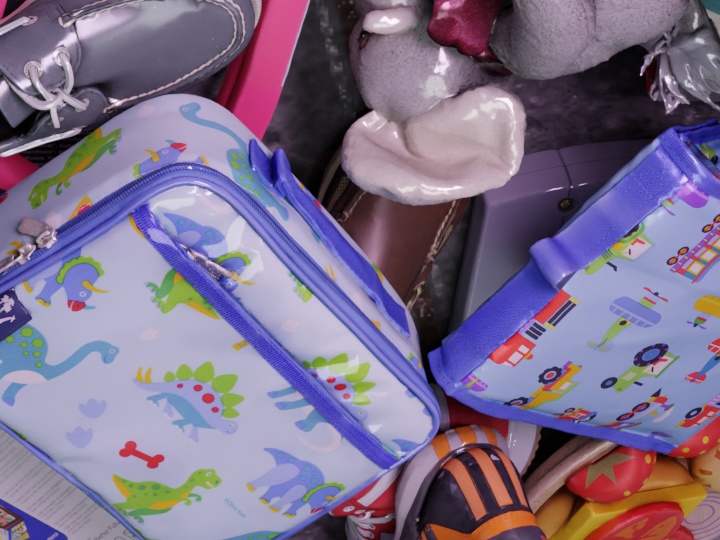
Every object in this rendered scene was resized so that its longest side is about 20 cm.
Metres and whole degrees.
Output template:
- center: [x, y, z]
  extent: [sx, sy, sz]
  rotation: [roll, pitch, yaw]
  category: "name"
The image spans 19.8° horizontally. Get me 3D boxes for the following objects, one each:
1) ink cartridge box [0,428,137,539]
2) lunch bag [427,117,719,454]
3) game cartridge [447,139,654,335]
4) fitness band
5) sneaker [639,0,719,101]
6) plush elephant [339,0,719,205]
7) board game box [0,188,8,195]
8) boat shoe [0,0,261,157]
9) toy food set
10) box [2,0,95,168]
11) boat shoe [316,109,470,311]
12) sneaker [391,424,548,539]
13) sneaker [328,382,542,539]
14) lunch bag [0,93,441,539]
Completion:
- center: [-0.182, 0.084, 0.965]
  extent: [0.200, 0.037, 0.095]
  rotation: [31, 130, -25]
  category: "ink cartridge box"
- center: [0.127, 0.007, 0.918]
  extent: [0.151, 0.094, 0.200]
  rotation: [-43, 157, 23]
  category: "lunch bag"
- center: [0.150, -0.005, 1.053]
  extent: [0.200, 0.042, 0.133]
  rotation: [1, 125, -11]
  category: "game cartridge"
- center: [-0.103, -0.101, 0.882]
  extent: [0.144, 0.037, 0.200]
  rotation: [11, 125, -17]
  category: "fitness band"
- center: [0.184, -0.108, 0.961]
  extent: [0.200, 0.070, 0.093]
  rotation: [25, 137, -29]
  category: "sneaker"
- center: [0.048, -0.121, 0.850]
  extent: [0.155, 0.165, 0.200]
  rotation: [-23, 124, 18]
  category: "plush elephant"
- center: [-0.115, 0.033, 0.957]
  extent: [0.200, 0.032, 0.120]
  rotation: [21, 130, -21]
  category: "board game box"
- center: [-0.134, -0.071, 0.837]
  extent: [0.200, 0.062, 0.073]
  rotation: [-16, 129, 5]
  category: "boat shoe"
- center: [0.166, 0.121, 1.114]
  extent: [0.200, 0.049, 0.198]
  rotation: [-6, 146, -35]
  category: "toy food set"
- center: [-0.173, -0.076, 0.931]
  extent: [0.143, 0.036, 0.200]
  rotation: [0, 131, -12]
  category: "box"
- center: [0.006, 0.002, 1.004]
  extent: [0.075, 0.075, 0.202]
  rotation: [16, 125, -23]
  category: "boat shoe"
- center: [0.054, 0.180, 1.036]
  extent: [0.078, 0.112, 0.200]
  rotation: [-14, 139, -15]
  category: "sneaker"
- center: [0.005, 0.127, 1.096]
  extent: [0.112, 0.071, 0.200]
  rotation: [4, 133, -28]
  category: "sneaker"
- center: [-0.070, 0.030, 0.880]
  extent: [0.161, 0.082, 0.200]
  rotation: [-31, 126, 15]
  category: "lunch bag"
